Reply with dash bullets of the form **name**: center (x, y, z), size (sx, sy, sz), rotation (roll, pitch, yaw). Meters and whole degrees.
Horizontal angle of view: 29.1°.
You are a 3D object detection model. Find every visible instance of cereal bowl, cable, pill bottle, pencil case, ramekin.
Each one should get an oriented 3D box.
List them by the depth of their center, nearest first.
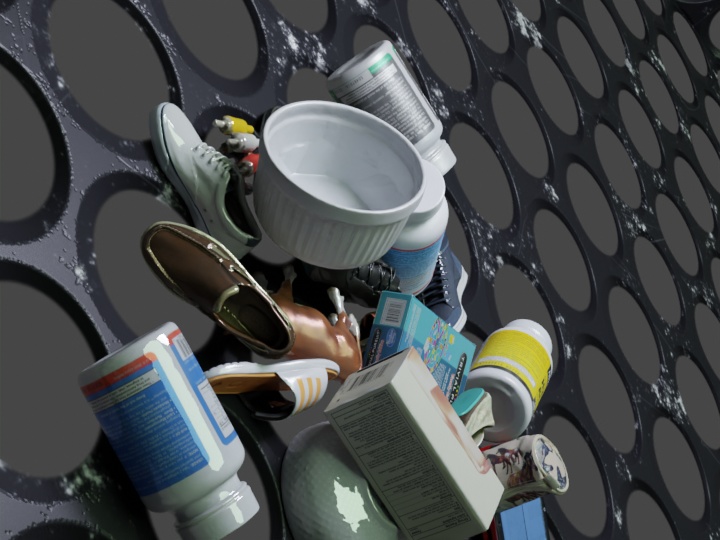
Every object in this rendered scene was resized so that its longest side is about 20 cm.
- **pill bottle**: center (-0.180, 0.162, 1.334), size (0.202, 0.111, 0.112), rotation (62, 30, -3)
- **cereal bowl**: center (0.003, 0.261, 1.579), size (0.200, 0.083, 0.202), rotation (39, 37, -38)
- **ramekin**: center (-0.031, -0.094, 1.598), size (0.197, 0.106, 0.202), rotation (14, 39, -12)
- **pencil case**: center (0.157, 0.265, 1.700), size (0.078, 0.198, 0.090), rotation (52, 29, -26)
- **cable**: center (-0.120, -0.156, 1.733), size (0.200, 0.050, 0.098), rotation (-31, 97, -60)
- **pill bottle**: center (0.054, -0.054, 1.773), size (0.201, 0.107, 0.110), rotation (101, -10, -59)
- **pill bottle**: center (0.210, 0.148, 1.964), size (0.112, 0.110, 0.200), rotation (57, 30, -11)
- **pill bottle**: center (0.046, -0.215, 1.980), size (0.201, 0.112, 0.113), rotation (56, 31, -13)

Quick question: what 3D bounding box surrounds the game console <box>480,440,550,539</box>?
- **game console**: center (0.212, 0.332, 1.871), size (0.176, 0.031, 0.203), rotation (2, 78, -57)

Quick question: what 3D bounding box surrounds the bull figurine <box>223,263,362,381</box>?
- **bull figurine**: center (-0.078, 0.059, 1.609), size (0.199, 0.065, 0.122), rotation (34, 38, -29)

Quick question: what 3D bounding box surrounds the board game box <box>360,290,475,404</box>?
- **board game box**: center (0.067, 0.132, 1.719), size (0.200, 0.046, 0.153), rotation (38, 65, -56)

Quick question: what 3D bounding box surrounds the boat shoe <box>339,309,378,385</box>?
- **boat shoe**: center (0.022, 0.085, 1.757), size (0.063, 0.071, 0.200), rotation (61, 36, -13)

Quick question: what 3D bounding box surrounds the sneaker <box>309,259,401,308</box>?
- **sneaker**: center (0.000, 0.000, 1.700), size (0.077, 0.090, 0.200), rotation (-69, 160, -6)

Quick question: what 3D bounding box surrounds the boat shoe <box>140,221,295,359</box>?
- **boat shoe**: center (-0.147, 0.019, 1.481), size (0.201, 0.075, 0.075), rotation (37, -3, -11)

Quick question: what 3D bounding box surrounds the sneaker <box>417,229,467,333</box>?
- **sneaker**: center (0.089, 0.002, 1.903), size (0.203, 0.076, 0.147), rotation (-80, 147, -59)

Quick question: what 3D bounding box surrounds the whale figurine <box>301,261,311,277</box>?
- **whale figurine**: center (-0.050, -0.091, 1.764), size (0.160, 0.102, 0.202), rotation (79, 28, -60)

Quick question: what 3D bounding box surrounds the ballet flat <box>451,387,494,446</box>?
- **ballet flat**: center (0.115, 0.206, 1.699), size (0.199, 0.067, 0.063), rotation (-30, 106, -52)

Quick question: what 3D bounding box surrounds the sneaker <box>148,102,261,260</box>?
- **sneaker**: center (-0.172, -0.108, 1.593), size (0.202, 0.070, 0.073), rotation (62, 30, -4)

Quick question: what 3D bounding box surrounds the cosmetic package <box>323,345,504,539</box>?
- **cosmetic package**: center (0.061, 0.199, 1.534), size (0.201, 0.103, 0.087), rotation (58, 31, -12)

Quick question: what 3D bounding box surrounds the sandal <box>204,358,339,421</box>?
- **sandal**: center (-0.103, 0.137, 1.519), size (0.205, 0.079, 0.060), rotation (1, 67, -48)
